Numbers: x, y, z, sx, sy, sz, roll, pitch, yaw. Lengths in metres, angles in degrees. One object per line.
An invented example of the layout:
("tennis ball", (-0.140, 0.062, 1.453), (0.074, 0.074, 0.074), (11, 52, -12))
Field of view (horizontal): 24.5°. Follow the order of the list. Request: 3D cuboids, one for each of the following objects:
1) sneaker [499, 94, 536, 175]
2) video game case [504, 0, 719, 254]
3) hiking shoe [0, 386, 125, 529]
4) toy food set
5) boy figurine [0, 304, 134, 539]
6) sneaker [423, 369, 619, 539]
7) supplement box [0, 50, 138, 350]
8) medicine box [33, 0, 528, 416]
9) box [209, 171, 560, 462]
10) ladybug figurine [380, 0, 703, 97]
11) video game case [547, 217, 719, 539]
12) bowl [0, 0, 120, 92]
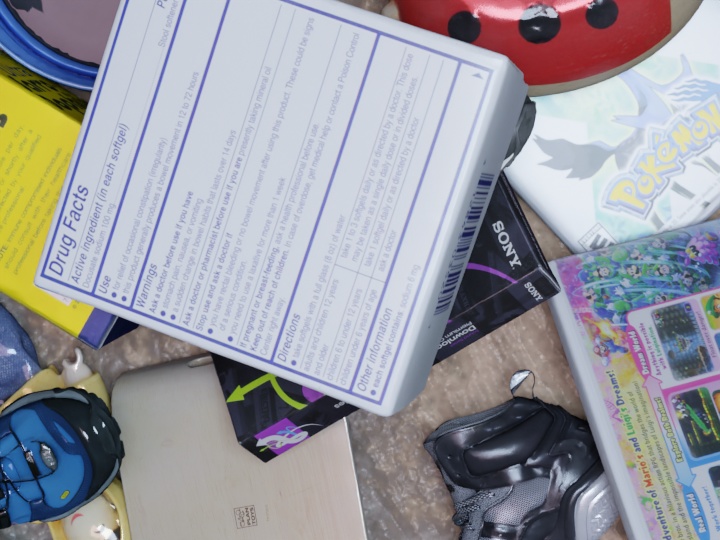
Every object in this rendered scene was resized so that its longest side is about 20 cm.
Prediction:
("sneaker", (0.004, -0.091, 0.928), (0.199, 0.079, 0.074), (10, 66, 31))
("video game case", (0.165, -0.116, 0.986), (0.200, 0.022, 0.182), (-43, 91, 7))
("hiking shoe", (-0.219, 0.128, 0.940), (0.199, 0.087, 0.075), (-23, 99, 30))
("toy food set", (-0.063, 0.146, 1.001), (0.142, 0.060, 0.202), (-11, 85, 10))
("boy figurine", (-0.205, 0.106, 1.013), (0.124, 0.064, 0.201), (-34, 90, 3))
("sneaker", (0.068, 0.154, 0.994), (0.114, 0.075, 0.200), (41, 91, 0))
("supplement box", (-0.200, -0.055, 0.974), (0.199, 0.109, 0.110), (31, 96, 1))
("medicine box", (-0.039, -0.049, 0.847), (0.199, 0.103, 0.183), (20, 96, 10))
("box", (0.000, 0.000, 0.952), (0.199, 0.036, 0.144), (-30, 54, 11))
("ladybug figurine", (0.107, -0.170, 0.934), (0.199, 0.072, 0.137), (-20, 87, 3))
("video game case", (0.216, 0.066, 0.940), (0.181, 0.024, 0.201), (-14, 70, -8))
("bowl", (-0.145, -0.205, 0.986), (0.199, 0.039, 0.202), (0, 91, 1))
